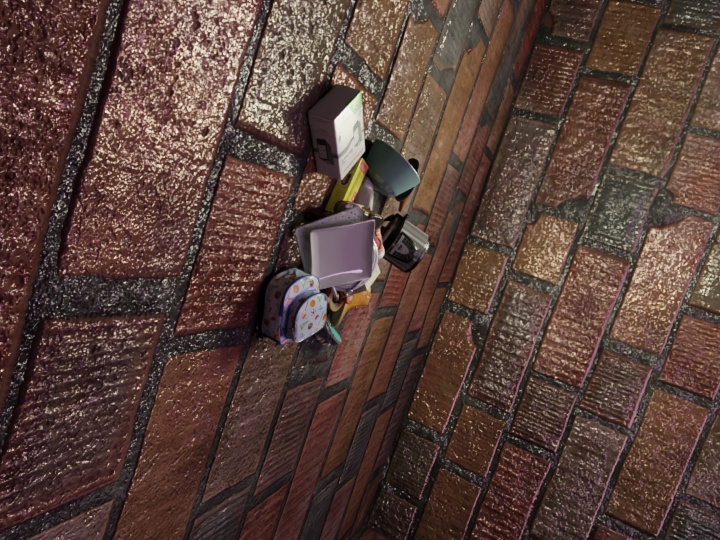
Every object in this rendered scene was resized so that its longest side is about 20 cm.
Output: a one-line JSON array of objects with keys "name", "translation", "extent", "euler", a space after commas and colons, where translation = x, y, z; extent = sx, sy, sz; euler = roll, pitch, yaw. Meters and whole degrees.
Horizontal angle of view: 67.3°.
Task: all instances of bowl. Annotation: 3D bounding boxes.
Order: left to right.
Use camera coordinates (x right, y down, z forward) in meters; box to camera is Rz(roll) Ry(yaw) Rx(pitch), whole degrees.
[{"name": "bowl", "translation": [0.086, -0.315, 1.752], "extent": [0.105, 0.201, 0.201], "euler": [-48, 157, -2]}]

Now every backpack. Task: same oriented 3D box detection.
[{"name": "backpack", "translation": [-0.185, 0.095, 1.498], "extent": [0.200, 0.154, 0.191], "euler": [-32, 128, -53]}]

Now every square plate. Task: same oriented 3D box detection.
[{"name": "square plate", "translation": [-0.055, -0.048, 1.559], "extent": [0.197, 0.028, 0.201], "euler": [-13, 126, -22]}]

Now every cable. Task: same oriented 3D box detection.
[{"name": "cable", "translation": [-0.043, -0.037, 1.672], "extent": [0.200, 0.069, 0.200], "euler": [-31, 108, -12]}]

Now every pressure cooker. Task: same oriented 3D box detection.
[{"name": "pressure cooker", "translation": [0.142, -0.107, 2.053], "extent": [0.179, 0.200, 0.176], "euler": [-40, -162, 54]}]

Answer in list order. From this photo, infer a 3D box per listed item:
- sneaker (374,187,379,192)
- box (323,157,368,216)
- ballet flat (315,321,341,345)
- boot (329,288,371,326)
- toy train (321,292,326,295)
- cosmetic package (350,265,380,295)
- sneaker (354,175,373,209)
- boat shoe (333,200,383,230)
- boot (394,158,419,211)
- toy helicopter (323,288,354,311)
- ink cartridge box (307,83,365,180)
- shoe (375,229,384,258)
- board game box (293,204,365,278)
[{"name": "sneaker", "translation": [0.103, -0.309, 1.922], "extent": [0.200, 0.075, 0.106], "euler": [-52, 154, -40]}, {"name": "box", "translation": [-0.044, -0.246, 1.650], "extent": [0.201, 0.050, 0.075], "euler": [-67, 158, -7]}, {"name": "ballet flat", "translation": [-0.121, 0.224, 1.890], "extent": [0.073, 0.073, 0.200], "euler": [-64, 162, -15]}, {"name": "boot", "translation": [-0.028, 0.116, 1.947], "extent": [0.144, 0.071, 0.202], "euler": [22, 81, -46]}, {"name": "toy train", "translation": [-0.147, 0.066, 1.666], "extent": [0.116, 0.084, 0.200], "euler": [-70, 158, -48]}, {"name": "cosmetic package", "translation": [0.000, 0.000, 1.856], "extent": [0.200, 0.071, 0.106], "euler": [-46, 118, -68]}, {"name": "sneaker", "translation": [0.006, -0.222, 1.780], "extent": [0.073, 0.072, 0.200], "euler": [-87, -175, -47]}, {"name": "boat shoe", "translation": [-0.019, -0.167, 1.627], "extent": [0.200, 0.068, 0.072], "euler": [19, 102, -48]}, {"name": "boot", "translation": [0.150, -0.278, 1.953], "extent": [0.200, 0.068, 0.189], "euler": [104, 0, -61]}, {"name": "toy helicopter", "translation": [-0.098, 0.052, 1.796], "extent": [0.132, 0.079, 0.201], "euler": [-40, 135, -37]}, {"name": "ink cartridge box", "translation": [-0.059, -0.368, 1.450], "extent": [0.146, 0.084, 0.200], "euler": [-55, 156, -31]}, {"name": "shoe", "translation": [0.037, -0.126, 1.844], "extent": [0.200, 0.071, 0.091], "euler": [-105, -168, -54]}, {"name": "board game box", "translation": [-0.081, -0.074, 1.563], "extent": [0.199, 0.026, 0.200], "euler": [-22, 129, -16]}]
